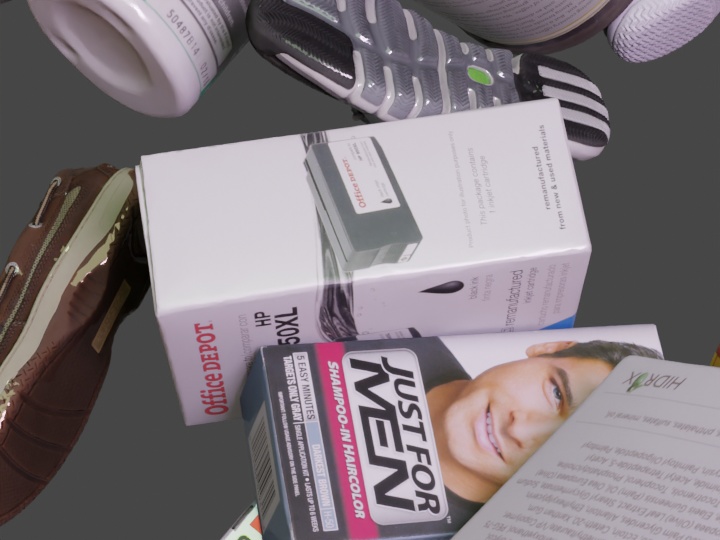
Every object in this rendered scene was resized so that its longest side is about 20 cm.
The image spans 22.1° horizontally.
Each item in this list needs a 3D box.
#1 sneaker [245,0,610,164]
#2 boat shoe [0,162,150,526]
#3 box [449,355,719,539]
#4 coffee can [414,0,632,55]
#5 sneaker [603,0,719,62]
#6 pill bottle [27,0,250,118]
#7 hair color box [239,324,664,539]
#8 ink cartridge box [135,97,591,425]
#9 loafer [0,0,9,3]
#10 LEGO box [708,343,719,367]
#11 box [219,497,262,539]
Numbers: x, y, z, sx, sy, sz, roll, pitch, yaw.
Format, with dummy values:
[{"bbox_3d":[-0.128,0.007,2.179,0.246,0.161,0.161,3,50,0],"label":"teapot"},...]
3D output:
[{"bbox_3d":[0.017,-0.068,0.924,0.198,0.116,0.076,18,48,-22],"label":"sneaker"},{"bbox_3d":[-0.166,0.034,0.915,0.074,0.075,0.203,15,58,22],"label":"boat shoe"},{"bbox_3d":[0.156,0.166,0.734,0.171,0.200,0.200,-42,107,-18],"label":"box"},{"bbox_3d":[0.049,-0.206,0.925,0.145,0.199,0.148,-8,75,33],"label":"coffee can"},{"bbox_3d":[0.193,-0.209,1.019,0.199,0.076,0.114,-34,71,-12],"label":"sneaker"},{"bbox_3d":[-0.078,-0.189,0.991,0.113,0.113,0.201,32,69,15],"label":"pill bottle"},{"bbox_3d":[0.051,0.086,0.861,0.198,0.061,0.100,-2,62,-17],"label":"hair color box"},{"bbox_3d":[0.000,0.000,0.882,0.198,0.145,0.085,-8,64,-3],"label":"ink cartridge box"},{"bbox_3d":[-0.238,-0.177,1.016,0.198,0.076,0.070,-18,54,-14],"label":"loafer"},{"bbox_3d":[0.283,0.089,0.875,0.148,0.077,0.201,-27,67,-12],"label":"LEGO box"},{"bbox_3d":[0.002,0.199,0.847,0.199,0.035,0.110,37,70,16],"label":"box"}]
